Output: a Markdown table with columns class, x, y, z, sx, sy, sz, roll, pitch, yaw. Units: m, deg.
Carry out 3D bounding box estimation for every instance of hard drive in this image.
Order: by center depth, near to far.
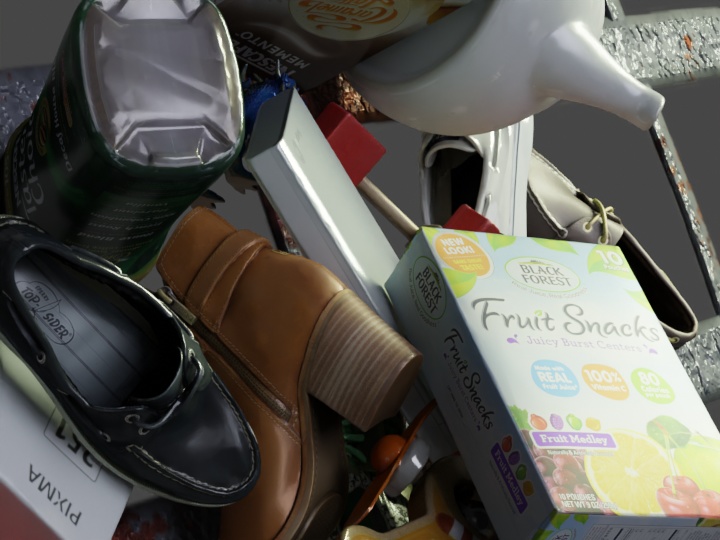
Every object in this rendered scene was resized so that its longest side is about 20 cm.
| class | x | y | z | sx | sy | sz | roll | pitch | yaw |
| --- | --- | --- | --- | --- | --- | --- | --- | --- | --- |
| hard drive | 0.000 | 0.000 | 1.318 | 0.201 | 0.026 | 0.132 | 59 | 10 | -15 |

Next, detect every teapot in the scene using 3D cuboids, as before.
| class | x | y | z | sx | sy | sz | roll | pitch | yaw |
| --- | --- | --- | --- | --- | --- | --- | --- | --- | --- |
| teapot | 0.084 | -0.170 | 1.493 | 0.146 | 0.197 | 0.201 | 21 | 60 | -42 |

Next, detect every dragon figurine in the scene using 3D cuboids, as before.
| class | x | y | z | sx | sy | sz | roll | pitch | yaw |
| --- | --- | --- | --- | --- | --- | --- | --- | --- | --- |
| dragon figurine | -0.104 | -0.100 | 1.342 | 0.200 | 0.059 | 0.100 | 25 | 50 | -48 |

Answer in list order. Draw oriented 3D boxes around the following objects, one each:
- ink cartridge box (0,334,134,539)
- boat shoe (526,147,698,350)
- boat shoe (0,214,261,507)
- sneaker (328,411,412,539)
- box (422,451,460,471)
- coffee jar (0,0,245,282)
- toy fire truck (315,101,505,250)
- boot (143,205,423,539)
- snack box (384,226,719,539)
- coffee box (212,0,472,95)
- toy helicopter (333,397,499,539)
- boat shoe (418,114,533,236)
| class | x | y | z | sx | sy | sz | roll | pitch | yaw |
| --- | --- | --- | --- | --- | --- | --- | --- | --- | --- |
| ink cartridge box | -0.204 | 0.088 | 1.127 | 0.200 | 0.043 | 0.174 | 47 | 39 | -25 |
| boat shoe | 0.164 | -0.016 | 1.639 | 0.200 | 0.059 | 0.072 | 52 | 39 | -20 |
| boat shoe | -0.114 | 0.048 | 1.151 | 0.075 | 0.066 | 0.200 | -46 | 110 | -20 |
| sneaker | -0.006 | 0.103 | 1.318 | 0.089 | 0.076 | 0.201 | 0 | 68 | -80 |
| box | 0.095 | 0.180 | 1.390 | 0.100 | 0.095 | 0.201 | 10 | 60 | -75 |
| coffee jar | -0.127 | -0.059 | 1.181 | 0.085 | 0.200 | 0.105 | -3 | 70 | -22 |
| toy fire truck | 0.053 | -0.011 | 1.439 | 0.049 | 0.141 | 0.200 | -49 | 129 | -5 |
| boot | -0.074 | 0.079 | 1.252 | 0.155 | 0.201 | 0.077 | 34 | 19 | 17 |
| snack box | 0.112 | 0.069 | 1.245 | 0.141 | 0.053 | 0.201 | 6 | 43 | -33 |
| coffee box | -0.007 | -0.193 | 1.400 | 0.114 | 0.199 | 0.080 | 23 | 53 | -42 |
| toy helicopter | 0.037 | 0.134 | 1.197 | 0.133 | 0.079 | 0.200 | 54 | 26 | 16 |
| boat shoe | 0.073 | -0.078 | 1.546 | 0.065 | 0.073 | 0.201 | 26 | 50 | -47 |
